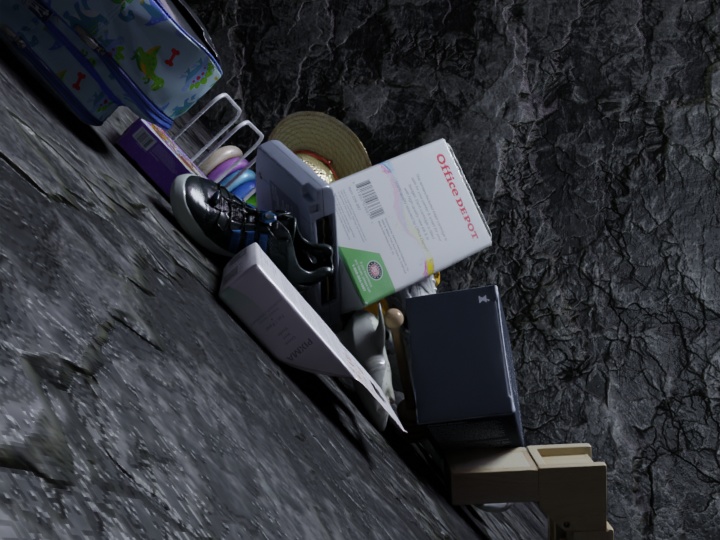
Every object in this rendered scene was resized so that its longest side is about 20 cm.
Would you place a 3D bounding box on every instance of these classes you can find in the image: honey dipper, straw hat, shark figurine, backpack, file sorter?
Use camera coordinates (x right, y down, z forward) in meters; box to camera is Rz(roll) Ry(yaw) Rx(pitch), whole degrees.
[{"bbox_3d":[0.053,0.120,1.125,0.038,0.038,0.200,48,-24,49],"label":"honey dipper"},{"bbox_3d":[-0.077,-0.120,1.379,0.201,0.201,0.085,48,40,2],"label":"straw hat"},{"bbox_3d":[-0.014,0.082,1.116,0.214,0.089,0.128,-107,-170,-70],"label":"shark figurine"},{"bbox_3d":[-0.234,-0.216,0.896,0.200,0.147,0.183,44,0,-12],"label":"backpack"},{"bbox_3d":[-0.150,-0.112,1.274,0.200,0.125,0.139,48,1,5],"label":"file sorter"}]

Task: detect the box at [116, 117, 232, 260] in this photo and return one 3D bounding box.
[{"bbox_3d":[-0.187,-0.088,1.091,0.200,0.039,0.137,48,1,-15],"label":"box"}]

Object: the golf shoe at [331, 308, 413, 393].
[{"bbox_3d":[0.041,0.106,1.259,0.200,0.078,0.097,26,-11,-4],"label":"golf shoe"}]

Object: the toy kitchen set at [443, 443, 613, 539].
[{"bbox_3d":[0.191,0.306,1.163,0.163,0.180,0.200,-101,-171,-83],"label":"toy kitchen set"}]

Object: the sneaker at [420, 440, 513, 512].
[{"bbox_3d":[0.115,0.229,1.252,0.200,0.075,0.088,45,19,31],"label":"sneaker"}]

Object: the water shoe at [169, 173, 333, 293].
[{"bbox_3d":[-0.104,-0.046,0.983,0.200,0.079,0.072,37,39,-43],"label":"water shoe"}]

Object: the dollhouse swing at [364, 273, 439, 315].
[{"bbox_3d":[0.000,0.000,1.307,0.182,0.200,0.176,47,7,-1],"label":"dollhouse swing"}]

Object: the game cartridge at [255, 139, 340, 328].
[{"bbox_3d":[-0.073,-0.043,1.105,0.133,0.040,0.200,40,-35,38],"label":"game cartridge"}]

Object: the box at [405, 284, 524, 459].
[{"bbox_3d":[0.125,0.125,1.133,0.200,0.107,0.149,62,22,-65],"label":"box"}]

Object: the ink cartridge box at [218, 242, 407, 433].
[{"bbox_3d":[-0.048,0.069,0.892,0.200,0.050,0.161,51,0,-10],"label":"ink cartridge box"}]

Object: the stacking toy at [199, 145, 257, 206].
[{"bbox_3d":[-0.150,-0.082,1.386,0.200,0.085,0.085,49,1,14],"label":"stacking toy"}]

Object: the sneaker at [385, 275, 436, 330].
[{"bbox_3d":[0.071,0.009,1.248,0.200,0.099,0.078,53,-13,-21],"label":"sneaker"}]

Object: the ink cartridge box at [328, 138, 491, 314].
[{"bbox_3d":[0.038,-0.053,1.159,0.088,0.200,0.145,-23,-89,63],"label":"ink cartridge box"}]
